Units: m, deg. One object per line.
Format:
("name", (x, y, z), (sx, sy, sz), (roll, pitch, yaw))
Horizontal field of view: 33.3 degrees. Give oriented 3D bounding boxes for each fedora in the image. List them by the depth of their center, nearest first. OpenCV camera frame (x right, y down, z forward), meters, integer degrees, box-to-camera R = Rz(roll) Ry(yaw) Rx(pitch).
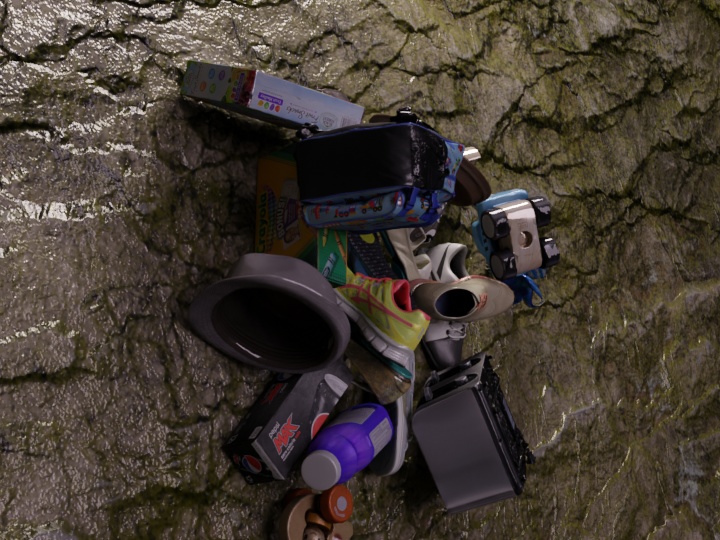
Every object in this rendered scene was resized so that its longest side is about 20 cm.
("fedora", (-0.103, 0.041, 1.473), (0.200, 0.177, 0.090), (26, 46, -18))

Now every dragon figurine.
("dragon figurine", (0.269, 0.015, 1.964), (0.200, 0.099, 0.059), (40, 50, -33))

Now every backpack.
("backpack", (0.035, -0.116, 1.507), (0.200, 0.182, 0.135), (6, 80, -60))

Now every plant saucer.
("plant saucer", (0.091, -0.148, 1.678), (0.200, 0.200, 0.029), (39, 78, -33))

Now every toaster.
("toaster", (0.160, 0.234, 1.696), (0.181, 0.119, 0.200), (-52, 119, -75))

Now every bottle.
("bottle", (-0.020, 0.224, 1.526), (0.065, 0.083, 0.200), (68, 19, -3))

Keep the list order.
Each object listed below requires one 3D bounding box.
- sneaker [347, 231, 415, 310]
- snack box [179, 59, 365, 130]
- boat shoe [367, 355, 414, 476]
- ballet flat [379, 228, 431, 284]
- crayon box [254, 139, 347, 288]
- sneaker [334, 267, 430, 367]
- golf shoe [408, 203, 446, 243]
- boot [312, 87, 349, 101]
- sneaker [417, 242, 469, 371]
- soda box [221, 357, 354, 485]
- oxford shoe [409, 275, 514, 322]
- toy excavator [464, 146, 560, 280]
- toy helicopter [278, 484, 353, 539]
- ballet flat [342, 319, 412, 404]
("sneaker", (0.000, 0.000, 1.697), (0.066, 0.078, 0.200), (-9, 64, -49))
("snack box", (-0.114, -0.221, 1.574), (0.200, 0.142, 0.053), (12, 92, -47))
("boat shoe", (0.047, 0.189, 1.668), (0.065, 0.074, 0.202), (25, 52, -37))
("ballet flat", (0.070, -0.022, 1.735), (0.069, 0.069, 0.200), (-51, 132, -45))
("crayon box", (-0.078, -0.066, 1.579), (0.058, 0.119, 0.200), (20, 61, -44))
("sneaker", (0.025, 0.038, 1.598), (0.200, 0.090, 0.078), (46, 11, 36))
("golf shoe", (0.092, -0.093, 1.834), (0.200, 0.078, 0.095), (-35, 136, -61))
("boot", (-0.034, -0.177, 1.698), (0.174, 0.069, 0.200), (63, 21, 2))
("sneaker", (0.138, 0.054, 1.811), (0.074, 0.088, 0.200), (6, 74, -49))
("soda box", (-0.088, 0.177, 1.522), (0.071, 0.063, 0.200), (56, 43, -19))
("oxford shoe", (0.156, 0.048, 1.739), (0.200, 0.074, 0.071), (-4, 103, -36))
("toy excavator", (0.204, -0.090, 1.867), (0.100, 0.200, 0.195), (-17, 103, -20))
("toy helicopter", (-0.041, 0.372, 1.498), (0.200, 0.079, 0.132), (61, 41, -20))
("ballet flat", (-0.019, 0.102, 1.612), (0.200, 0.071, 0.071), (44, 39, 12))
